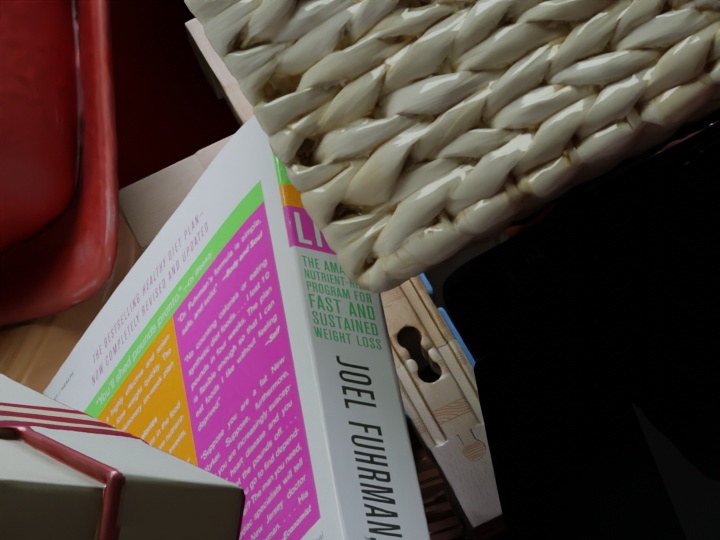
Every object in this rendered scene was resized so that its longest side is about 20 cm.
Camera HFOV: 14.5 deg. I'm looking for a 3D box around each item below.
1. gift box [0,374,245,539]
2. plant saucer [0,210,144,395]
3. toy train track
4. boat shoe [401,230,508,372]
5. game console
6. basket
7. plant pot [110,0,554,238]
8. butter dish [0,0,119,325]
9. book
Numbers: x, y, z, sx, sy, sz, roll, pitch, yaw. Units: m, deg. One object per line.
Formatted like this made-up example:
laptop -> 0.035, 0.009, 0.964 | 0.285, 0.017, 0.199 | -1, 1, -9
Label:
gift box -> -0.136, 0.121, 0.676 | 0.184, 0.186, 0.201 | 26, 107, 62
plant saucer -> -0.144, 0.051, 0.914 | 0.200, 0.032, 0.201 | -35, 28, 22
toy train track -> 0.000, 0.000, 0.857 | 0.114, 0.033, 0.200 | -25, 59, -8
boat shoe -> -0.039, 0.032, 0.930 | 0.200, 0.067, 0.057 | -42, 27, 11
game console -> 0.134, 0.005, 0.762 | 0.200, 0.117, 0.176 | -29, -4, 27
basket -> 0.065, -0.116, 0.744 | 0.198, 0.161, 0.200 | -30, -3, 22
plant pot -> 0.001, -0.116, 0.985 | 0.200, 0.201, 0.177 | -31, 15, 24
butter dish -> -0.176, -0.081, 0.878 | 0.199, 0.147, 0.201 | -12, 77, 50
book -> -0.030, 0.072, 0.733 | 0.134, 0.048, 0.201 | -56, 32, 40
